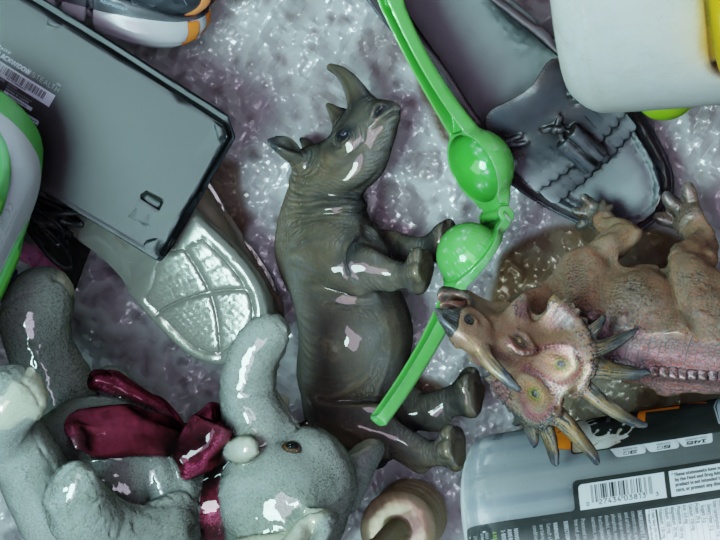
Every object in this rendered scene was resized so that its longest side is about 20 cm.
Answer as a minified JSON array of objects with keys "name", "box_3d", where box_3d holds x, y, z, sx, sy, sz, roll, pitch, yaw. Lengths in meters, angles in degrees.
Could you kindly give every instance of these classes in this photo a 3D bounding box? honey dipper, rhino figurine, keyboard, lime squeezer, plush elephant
[{"name":"honey dipper","box_3d":[0.008,0.129,1.274,0.038,0.200,0.038,1,95,10]},{"name":"rhino figurine","box_3d":[0.000,0.000,1.335,0.087,0.060,0.201,-9,91,27]},{"name":"keyboard","box_3d":[-0.164,-0.079,1.319,0.200,0.040,0.104,32,99,2]},{"name":"lime squeezer","box_3d":[0.041,-0.027,1.285,0.038,0.070,0.201,-7,78,44]},{"name":"plush elephant","box_3d":[-0.073,0.089,1.254,0.154,0.165,0.201,-17,101,6]}]

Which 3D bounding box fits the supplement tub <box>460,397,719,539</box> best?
[{"name":"supplement tub","box_3d":[0.154,0.122,1.290,0.199,0.123,0.123,-9,93,9]}]

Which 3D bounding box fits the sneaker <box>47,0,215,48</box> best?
[{"name":"sneaker","box_3d":[-0.155,-0.187,1.325,0.199,0.078,0.112,14,123,-3]}]

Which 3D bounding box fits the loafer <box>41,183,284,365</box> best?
[{"name":"loafer","box_3d":[-0.109,-0.039,1.355,0.072,0.063,0.200,-39,82,16]}]

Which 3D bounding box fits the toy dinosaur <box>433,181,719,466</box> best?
[{"name":"toy dinosaur","box_3d":[0.131,0.029,1.263,0.199,0.136,0.086,-4,117,-2]}]

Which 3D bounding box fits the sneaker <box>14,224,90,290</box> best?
[{"name":"sneaker","box_3d":[-0.224,-0.038,1.375,0.200,0.080,0.086,37,124,2]}]

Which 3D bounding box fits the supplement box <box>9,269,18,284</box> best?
[{"name":"supplement box","box_3d":[-0.265,0.045,1.274,0.110,0.200,0.109,46,133,-16]}]

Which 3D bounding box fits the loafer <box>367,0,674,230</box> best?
[{"name":"loafer","box_3d":[0.067,-0.092,1.317,0.072,0.063,0.200,-44,87,10]}]

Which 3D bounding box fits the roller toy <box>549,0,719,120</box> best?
[{"name":"roller toy","box_3d":[0.154,-0.165,1.234,0.139,0.200,0.183,-4,88,9]}]

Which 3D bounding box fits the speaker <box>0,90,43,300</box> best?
[{"name":"speaker","box_3d":[-0.204,0.007,1.210,0.088,0.200,0.089,11,138,10]}]
